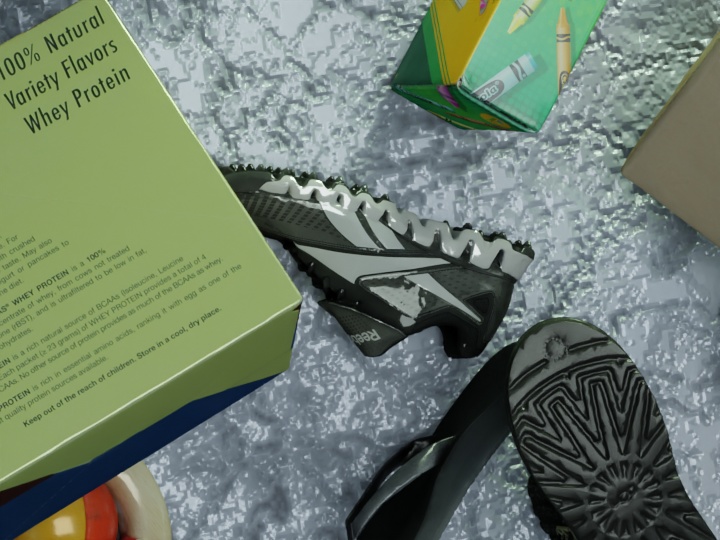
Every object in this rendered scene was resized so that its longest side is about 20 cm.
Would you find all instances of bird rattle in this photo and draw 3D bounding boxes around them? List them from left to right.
[{"bbox_3d":[-0.155,0.161,1.623,0.199,0.113,0.164,-4,78,-20],"label":"bird rattle"}]

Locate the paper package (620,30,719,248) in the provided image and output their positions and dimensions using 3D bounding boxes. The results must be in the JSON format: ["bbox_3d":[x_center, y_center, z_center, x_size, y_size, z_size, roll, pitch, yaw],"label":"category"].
[{"bbox_3d":[0.277,-0.069,1.662,0.200,0.191,0.104,37,57,2],"label":"paper package"}]

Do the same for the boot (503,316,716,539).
[{"bbox_3d":[0.132,0.110,1.677,0.079,0.158,0.212,-27,104,-3],"label":"boot"}]

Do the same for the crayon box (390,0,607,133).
[{"bbox_3d":[0.102,-0.177,1.668,0.058,0.119,0.201,29,84,-17],"label":"crayon box"}]

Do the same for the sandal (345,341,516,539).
[{"bbox_3d":[0.032,0.118,1.693,0.043,0.076,0.200,41,71,-17],"label":"sandal"}]

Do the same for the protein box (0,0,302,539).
[{"bbox_3d":[-0.167,0.002,1.551,0.198,0.135,0.200,-31,78,-13],"label":"protein box"}]

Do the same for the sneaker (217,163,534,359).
[{"bbox_3d":[0.000,0.000,1.675,0.199,0.066,0.091,18,86,-20],"label":"sneaker"}]
